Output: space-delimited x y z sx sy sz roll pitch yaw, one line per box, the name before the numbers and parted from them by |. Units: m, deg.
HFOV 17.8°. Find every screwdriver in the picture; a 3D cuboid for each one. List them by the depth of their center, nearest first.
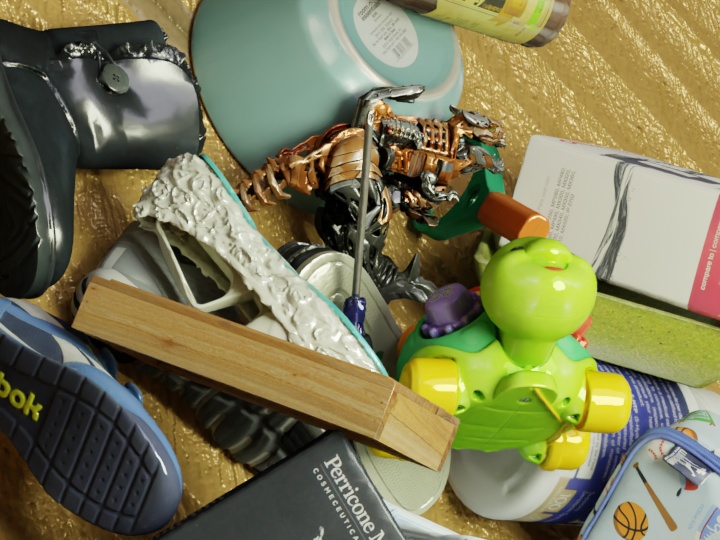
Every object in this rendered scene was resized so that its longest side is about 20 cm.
screwdriver | 0.000 0.000 1.410 0.029 0.028 0.200 -16 114 -66

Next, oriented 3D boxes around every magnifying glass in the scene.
magnifying glass | 0.083 -0.046 1.565 0.022 0.200 0.080 32 92 -20

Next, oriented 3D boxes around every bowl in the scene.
bowl | -0.006 -0.146 1.590 0.201 0.105 0.201 23 52 -32

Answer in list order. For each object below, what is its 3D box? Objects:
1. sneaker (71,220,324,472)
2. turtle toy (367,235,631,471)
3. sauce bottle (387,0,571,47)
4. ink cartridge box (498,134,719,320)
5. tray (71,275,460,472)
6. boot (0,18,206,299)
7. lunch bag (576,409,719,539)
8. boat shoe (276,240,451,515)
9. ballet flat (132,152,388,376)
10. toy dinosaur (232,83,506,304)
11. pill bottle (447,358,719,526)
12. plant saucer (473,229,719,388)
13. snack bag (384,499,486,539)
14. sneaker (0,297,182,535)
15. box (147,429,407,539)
sneaker | -0.078 0.038 1.439 0.200 0.075 0.116 40 43 -16
turtle toy | 0.089 0.051 1.396 0.146 0.200 0.101 5 66 -14
sauce bottle | 0.054 -0.201 1.553 0.200 0.065 0.065 11 59 -38
ink cartridge box | 0.218 -0.025 1.564 0.145 0.200 0.084 5 102 -55
tray | -0.052 0.057 1.283 0.099 0.200 0.037 35 75 -62
boot | -0.165 -0.075 1.420 0.168 0.076 0.200 0 58 -38
lunch bag | 0.219 0.197 1.470 0.160 0.200 0.076 40 32 26
boat shoe | 0.000 0.069 1.480 0.072 0.068 0.200 -35 115 -21
ballet flat | -0.067 0.018 1.383 0.200 0.072 0.072 50 41 15
toy dinosaur | -0.001 -0.053 1.517 0.102 0.200 0.136 -84 169 -73
pill bottle | 0.164 0.117 1.575 0.200 0.120 0.120 9 60 -38
plant saucer | 0.171 0.029 1.586 0.199 0.048 0.200 16 8 3
snack bag | 0.075 0.174 1.418 0.188 0.200 0.021 23 80 -31
sneaker | -0.163 0.073 1.294 0.200 0.074 0.082 38 19 27
box | -0.047 0.221 1.251 0.196 0.124 0.200 -31 87 -8
